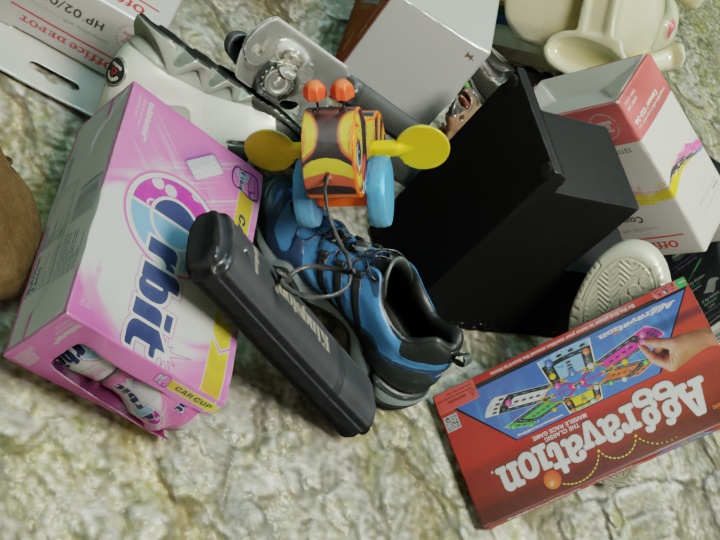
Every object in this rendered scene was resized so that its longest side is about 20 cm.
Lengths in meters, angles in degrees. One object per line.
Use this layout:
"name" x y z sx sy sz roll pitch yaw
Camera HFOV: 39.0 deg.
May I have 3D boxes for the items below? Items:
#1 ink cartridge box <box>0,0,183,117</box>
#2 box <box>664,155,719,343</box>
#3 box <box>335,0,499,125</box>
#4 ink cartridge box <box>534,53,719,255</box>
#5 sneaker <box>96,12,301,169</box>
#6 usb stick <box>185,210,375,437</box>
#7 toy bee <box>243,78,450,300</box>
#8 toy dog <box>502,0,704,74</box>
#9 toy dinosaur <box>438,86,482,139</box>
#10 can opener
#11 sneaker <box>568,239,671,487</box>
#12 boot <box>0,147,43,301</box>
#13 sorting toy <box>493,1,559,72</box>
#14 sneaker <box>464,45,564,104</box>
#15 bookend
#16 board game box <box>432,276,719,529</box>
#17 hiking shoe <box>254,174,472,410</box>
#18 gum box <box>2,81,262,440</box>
"ink cartridge box" -0.193 -0.214 0.763 0.115 0.068 0.201 27 46 -16
"box" 0.344 0.009 0.967 0.122 0.106 0.201 27 45 -18
"box" 0.055 -0.236 0.925 0.097 0.124 0.200 29 45 -15
"ink cartridge box" 0.230 -0.075 0.863 0.200 0.116 0.068 50 58 -24
"sneaker" -0.111 -0.105 0.751 0.200 0.089 0.074 27 13 -47
"usb stick" -0.045 0.039 0.640 0.200 0.032 0.056 52 28 -42
"toy bee" -0.005 -0.076 0.658 0.130 0.109 0.200 -8 24 -10
"toy dog" 0.238 -0.247 1.000 0.200 0.193 0.140 -8 102 -52
"toy dinosaur" 0.130 -0.087 0.905 0.200 0.086 0.136 48 51 -20
"can opener" -0.015 -0.127 0.780 0.200 0.053 0.067 30 9 -33
"sneaker" 0.217 0.059 0.799 0.111 0.076 0.201 -34 126 -52
"boot" -0.250 -0.069 0.625 0.075 0.073 0.201 10 55 -54
"sorting toy" 0.177 -0.324 1.122 0.198 0.070 0.201 3 57 -35
"sneaker" 0.179 -0.172 0.997 0.200 0.084 0.077 36 43 -9
"bookend" 0.146 -0.039 0.788 0.198 0.200 0.092 7 55 -32
"board game box" 0.157 0.094 0.710 0.019 0.199 0.103 32 33 -61
"hiking shoe" 0.000 0.000 0.731 0.200 0.087 0.074 50 44 6
"gum box" -0.133 -0.005 0.630 0.113 0.066 0.201 36 41 -32
